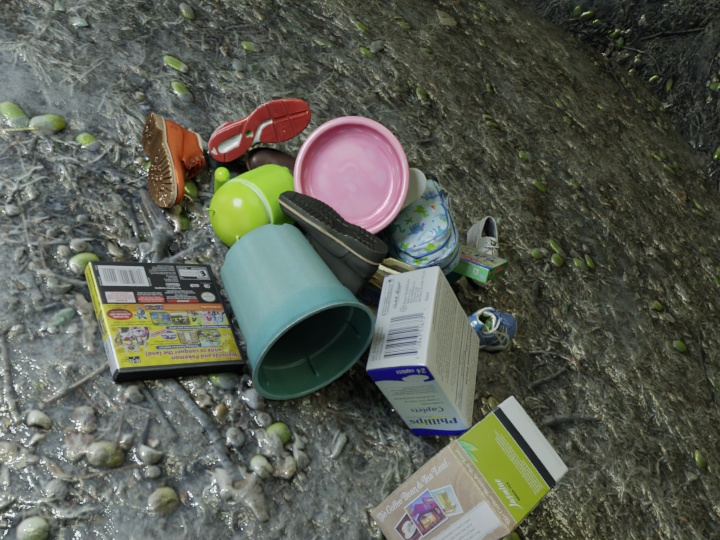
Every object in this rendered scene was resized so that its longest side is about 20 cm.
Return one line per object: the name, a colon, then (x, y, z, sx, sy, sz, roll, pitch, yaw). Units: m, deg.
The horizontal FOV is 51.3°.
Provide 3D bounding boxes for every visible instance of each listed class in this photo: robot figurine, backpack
robot figurine: (-0.175, -0.108, 1.267, 0.176, 0.116, 0.200, 45, 36, 4)
backpack: (0.107, -0.077, 1.393, 0.159, 0.154, 0.204, -17, 69, -3)

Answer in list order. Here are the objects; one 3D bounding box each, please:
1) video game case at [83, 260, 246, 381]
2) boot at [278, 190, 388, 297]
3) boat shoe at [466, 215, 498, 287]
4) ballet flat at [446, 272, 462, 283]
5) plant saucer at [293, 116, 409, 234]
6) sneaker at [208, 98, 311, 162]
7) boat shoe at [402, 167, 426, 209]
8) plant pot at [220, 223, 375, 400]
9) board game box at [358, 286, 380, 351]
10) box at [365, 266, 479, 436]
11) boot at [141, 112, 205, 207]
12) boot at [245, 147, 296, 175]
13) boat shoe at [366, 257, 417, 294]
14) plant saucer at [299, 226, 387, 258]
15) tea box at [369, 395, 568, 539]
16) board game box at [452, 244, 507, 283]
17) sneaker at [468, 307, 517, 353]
video game case: (-0.278, 0.067, 1.071, 0.197, 0.026, 0.183, 2, 51, -42)
boot: (-0.069, -0.026, 1.225, 0.198, 0.140, 0.077, 34, 27, 11)
boat shoe: (0.276, -0.047, 1.657, 0.071, 0.069, 0.202, 33, 37, -10)
ballet flat: (0.138, 0.004, 1.495, 0.198, 0.070, 0.070, -14, 61, -53)
plant saucer: (-0.014, -0.155, 1.275, 0.200, 0.201, 0.051, 41, 1, 2)
sneaker: (-0.193, -0.271, 1.382, 0.196, 0.080, 0.116, -21, 26, -10)
boat shoe: (0.032, -0.108, 1.332, 0.072, 0.197, 0.064, 58, 1, -2)
plant pot: (-0.107, 0.049, 1.120, 0.197, 0.202, 0.198, 1, 43, -41)
board game box: (0.008, 0.077, 1.313, 0.196, 0.035, 0.137, 20, 41, -26)
box: (0.105, 0.133, 1.191, 0.201, 0.103, 0.187, 55, 36, -40)
boot: (-0.303, -0.178, 1.264, 0.106, 0.075, 0.203, 17, 41, -36)
boot: (-0.098, -0.175, 1.372, 0.197, 0.165, 0.074, 23, 82, -31)
boat shoe: (0.000, 0.000, 1.286, 0.195, 0.070, 0.075, 18, -5, -3)
plant saucer: (-0.021, -0.063, 1.398, 0.198, 0.039, 0.202, 28, 26, -15)
tea box: (0.153, 0.313, 1.064, 0.195, 0.201, 0.135, -19, 65, -49)
board game box: (0.181, -0.030, 1.489, 0.196, 0.030, 0.134, 22, 16, 23)
sneaker: (0.257, 0.114, 1.469, 0.198, 0.077, 0.076, -11, 58, -49)
